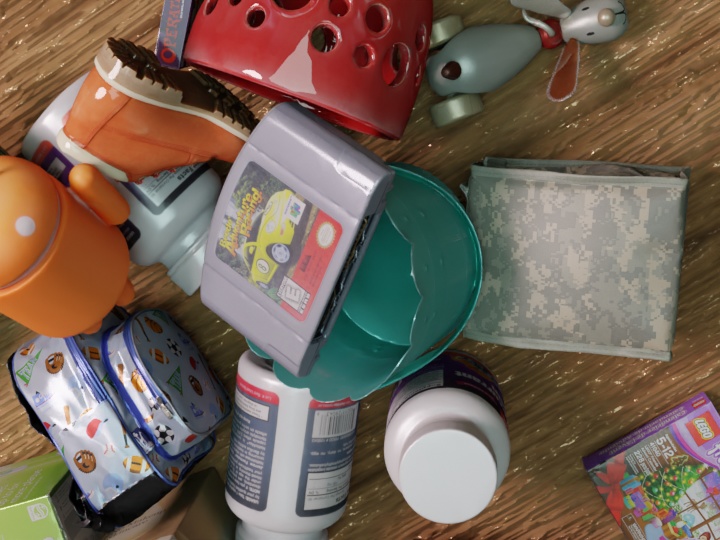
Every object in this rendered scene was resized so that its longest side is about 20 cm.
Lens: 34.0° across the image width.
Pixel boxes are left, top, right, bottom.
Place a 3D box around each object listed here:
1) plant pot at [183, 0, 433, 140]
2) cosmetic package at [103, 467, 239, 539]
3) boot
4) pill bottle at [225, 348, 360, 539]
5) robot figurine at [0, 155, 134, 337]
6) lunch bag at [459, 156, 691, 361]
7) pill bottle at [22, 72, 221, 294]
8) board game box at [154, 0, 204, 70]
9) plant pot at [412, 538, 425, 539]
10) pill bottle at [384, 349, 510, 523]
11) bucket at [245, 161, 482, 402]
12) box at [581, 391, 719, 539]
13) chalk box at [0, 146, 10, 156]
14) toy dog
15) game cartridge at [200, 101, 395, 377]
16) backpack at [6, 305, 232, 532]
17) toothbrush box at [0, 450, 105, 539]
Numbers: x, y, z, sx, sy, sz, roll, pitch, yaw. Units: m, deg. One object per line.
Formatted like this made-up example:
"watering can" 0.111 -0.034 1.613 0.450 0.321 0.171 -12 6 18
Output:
"plant pot" -0.028 -0.225 0.997 0.199 0.200 0.184 21 91 0
"cosmetic package" -0.185 0.265 1.100 0.105 0.200 0.071 -24 98 7
"boot" -0.159 -0.114 0.991 0.107 0.199 0.075 -52 49 19
"pill bottle" -0.067 0.181 1.115 0.119 0.120 0.201 9 103 2
"robot figurine" -0.267 -0.016 0.955 0.143 0.200 0.117 -5 64 23
"lunch bag" 0.187 -0.015 1.056 0.199 0.118 0.165 5 102 15
"pill bottle" -0.198 -0.077 1.070 0.111 0.111 0.200 -44 95 11
"board game box" -0.141 -0.279 1.030 0.032 0.120 0.201 13 101 2
"plant pot" 0.126 0.351 1.107 0.197 0.200 0.202 11 102 9
"pill bottle" 0.078 0.149 1.057 0.111 0.200 0.112 1 102 4
"bucket" 0.000 0.000 1.034 0.206 0.135 0.209 10 108 31
"box" 0.324 0.237 1.139 0.136 0.039 0.201 -31 97 9
"chalk box" -0.349 -0.053 1.058 0.125 0.200 0.124 40 82 25
"toy dog" 0.135 -0.200 1.037 0.200 0.096 0.132 -39 96 10
"game cartridge" -0.061 -0.028 0.964 0.133 0.041 0.201 37 119 26
"backpack" -0.222 0.118 1.086 0.154 0.200 0.191 -43 89 6
"toothbrush box" -0.354 0.251 1.137 0.199 0.146 0.087 -18 100 8
